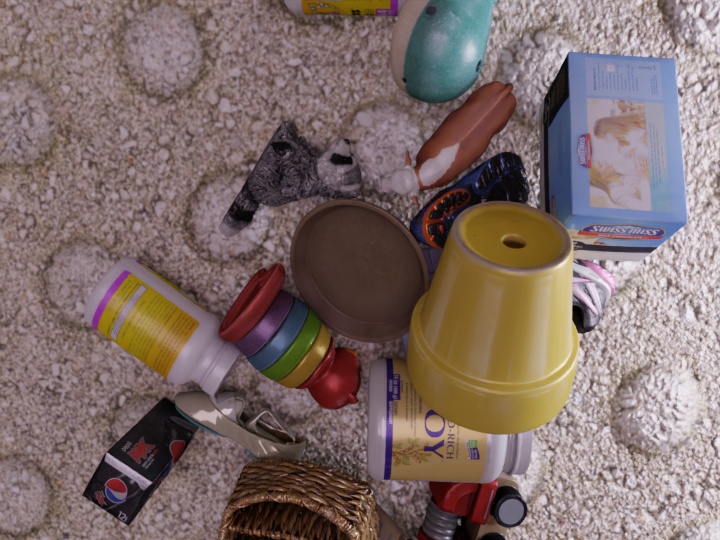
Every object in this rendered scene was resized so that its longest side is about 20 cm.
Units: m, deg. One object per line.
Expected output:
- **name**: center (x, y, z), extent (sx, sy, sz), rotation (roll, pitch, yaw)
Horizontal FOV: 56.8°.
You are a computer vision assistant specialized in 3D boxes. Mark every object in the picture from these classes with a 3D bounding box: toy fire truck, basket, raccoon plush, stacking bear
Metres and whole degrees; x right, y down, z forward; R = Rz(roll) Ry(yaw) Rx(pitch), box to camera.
- **toy fire truck**: center (0.099, 0.333, 0.904), extent (0.194, 0.129, 0.182), rotation (15, 98, -10)
- **basket**: center (-0.083, 0.344, 0.847), extent (0.193, 0.150, 0.146), rotation (5, 127, 17)
- **raccoon plush**: center (-0.084, -0.101, 0.881), extent (0.132, 0.098, 0.200), rotation (32, 127, -15)
- **stacking bear**: center (-0.079, 0.103, 0.877), extent (0.199, 0.121, 0.115), rotation (42, 71, -16)

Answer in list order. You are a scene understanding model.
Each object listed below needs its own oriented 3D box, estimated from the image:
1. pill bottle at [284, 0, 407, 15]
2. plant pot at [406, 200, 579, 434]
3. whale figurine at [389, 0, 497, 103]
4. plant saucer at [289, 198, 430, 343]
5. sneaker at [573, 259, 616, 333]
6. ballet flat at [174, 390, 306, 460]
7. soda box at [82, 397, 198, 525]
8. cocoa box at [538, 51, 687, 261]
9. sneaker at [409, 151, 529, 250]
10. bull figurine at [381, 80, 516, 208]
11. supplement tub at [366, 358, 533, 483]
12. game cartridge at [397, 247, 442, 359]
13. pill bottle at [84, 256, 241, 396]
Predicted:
- **pill bottle**: center (-0.033, -0.368, 0.808), extent (0.193, 0.104, 0.108), rotation (2, 98, 3)
- **plant pot**: center (0.154, 0.040, 0.739), extent (0.194, 0.203, 0.193), rotation (4, 128, 2)
- **whale figurine**: center (0.121, -0.289, 0.795), extent (0.103, 0.160, 0.201), rotation (33, 72, 24)
- **plant saucer**: center (0.000, 0.000, 0.861), extent (0.194, 0.030, 0.206), rotation (12, 121, 20)
- **sneaker**: center (0.232, 0.013, 0.850), extent (0.195, 0.081, 0.088), rotation (25, 70, 0)
- **ballet flat**: center (-0.159, 0.206, 0.916), extent (0.197, 0.070, 0.070), rotation (35, 97, -11)
- **soda box**: center (-0.272, 0.236, 0.855), extent (0.070, 0.200, 0.064), rotation (32, 98, -2)
- **cocoa box**: center (0.288, -0.130, 0.783), extent (0.129, 0.132, 0.207), rotation (4, 73, 1)
- **sneaker**: center (0.136, -0.092, 0.838), extent (0.197, 0.078, 0.077), rotation (-28, 104, -28)
- **bull figurine**: center (0.112, -0.153, 0.827), extent (0.199, 0.121, 0.066), rotation (-40, 94, 7)
- **supplement tub**: center (0.105, 0.187, 0.833), extent (0.193, 0.146, 0.151), rotation (1, 98, 1)
- **game cartridge**: center (0.114, 0.069, 0.902), extent (0.125, 0.038, 0.207), rotation (-11, 97, 8)
- **pill bottle**: center (-0.255, 0.079, 0.882), extent (0.197, 0.104, 0.106), rotation (35, 98, -2)
